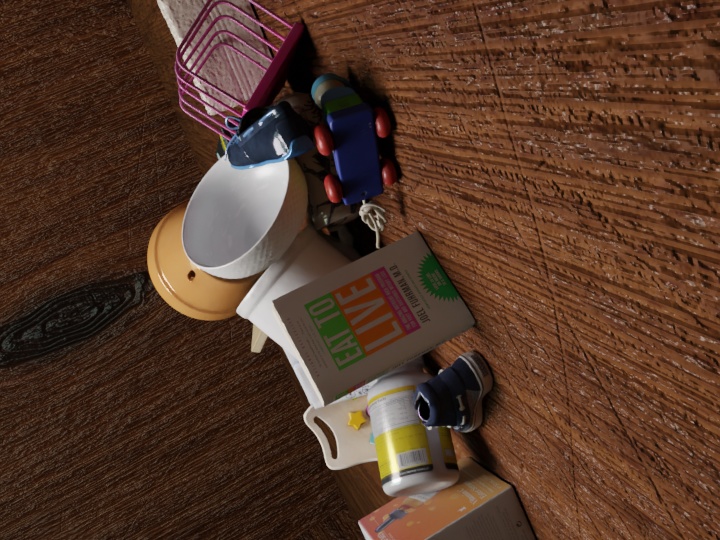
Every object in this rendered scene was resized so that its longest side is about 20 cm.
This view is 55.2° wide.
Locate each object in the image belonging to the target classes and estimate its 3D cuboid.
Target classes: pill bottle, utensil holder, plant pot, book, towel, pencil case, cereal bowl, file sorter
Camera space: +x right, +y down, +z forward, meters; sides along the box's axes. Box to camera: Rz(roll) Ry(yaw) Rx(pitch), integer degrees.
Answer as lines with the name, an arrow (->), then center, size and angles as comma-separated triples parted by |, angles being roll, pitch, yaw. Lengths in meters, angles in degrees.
pill bottle -> 0.071, 0.218, 1.010 | 0.112, 0.111, 0.201 | 93, 168, -63
utensil holder -> -0.054, 0.061, 1.019 | 0.200, 0.170, 0.170 | 41, 166, -2
plant pot -> -0.221, -0.032, 1.080 | 0.201, 0.199, 0.140 | 64, 151, 1
book -> 0.015, 0.055, 0.808 | 0.134, 0.199, 0.048 | 58, 165, 20
towel -> -0.218, -0.356, 1.072 | 0.201, 0.132, 0.034 | 68, 167, -15
pencil case -> -0.065, -0.152, 0.986 | 0.201, 0.078, 0.089 | 66, 164, -6
cereal bowl -> -0.147, -0.076, 0.946 | 0.083, 0.200, 0.200 | 35, -169, -46
file sorter -> -0.177, -0.277, 0.961 | 0.125, 0.139, 0.200 | 30, 169, -9

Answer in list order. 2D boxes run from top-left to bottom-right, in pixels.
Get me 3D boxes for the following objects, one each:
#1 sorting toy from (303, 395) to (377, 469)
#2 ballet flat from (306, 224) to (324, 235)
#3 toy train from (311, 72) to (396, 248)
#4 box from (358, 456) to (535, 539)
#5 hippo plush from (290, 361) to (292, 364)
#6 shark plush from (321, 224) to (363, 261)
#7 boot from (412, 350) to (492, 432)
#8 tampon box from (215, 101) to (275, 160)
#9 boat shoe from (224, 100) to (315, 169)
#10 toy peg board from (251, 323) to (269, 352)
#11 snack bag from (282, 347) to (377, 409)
sorting toy -> -0.010, 0.297, 1.363 | 0.201, 0.179, 0.107 | 63, 166, 8
ballet flat -> -0.042, 0.004, 1.218 | 0.067, 0.062, 0.201 | 36, -146, -74
toy train -> -0.012, -0.132, 0.843 | 0.201, 0.084, 0.116 | 79, 170, -47
box -> 0.121, 0.379, 0.987 | 0.107, 0.199, 0.152 | 66, 165, -8
hippo plush -> -0.069, 0.113, 1.296 | 0.160, 0.160, 0.200 | 66, 166, -10
shark plush -> 0.000, 0.000, 1.128 | 0.200, 0.091, 0.083 | 35, 175, 23
boot -> 0.109, 0.175, 0.900 | 0.073, 0.090, 0.200 | 56, 164, 30
tampon box -> -0.156, -0.178, 1.173 | 0.150, 0.126, 0.200 | 64, 166, -2
boat shoe -> -0.112, -0.169, 0.836 | 0.200, 0.084, 0.069 | 1, 118, 55
toy peg board -> -0.138, 0.032, 1.336 | 0.200, 0.097, 0.200 | 120, 154, -51
snack bag -> -0.035, 0.143, 1.192 | 0.021, 0.188, 0.201 | -85, -24, -60
